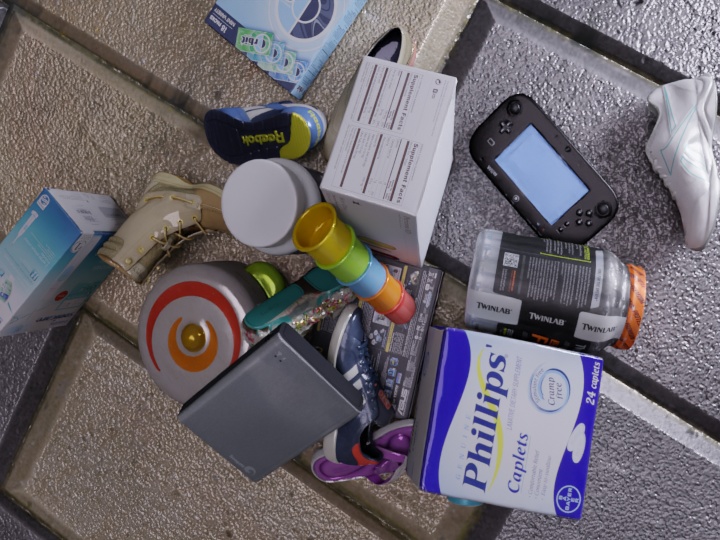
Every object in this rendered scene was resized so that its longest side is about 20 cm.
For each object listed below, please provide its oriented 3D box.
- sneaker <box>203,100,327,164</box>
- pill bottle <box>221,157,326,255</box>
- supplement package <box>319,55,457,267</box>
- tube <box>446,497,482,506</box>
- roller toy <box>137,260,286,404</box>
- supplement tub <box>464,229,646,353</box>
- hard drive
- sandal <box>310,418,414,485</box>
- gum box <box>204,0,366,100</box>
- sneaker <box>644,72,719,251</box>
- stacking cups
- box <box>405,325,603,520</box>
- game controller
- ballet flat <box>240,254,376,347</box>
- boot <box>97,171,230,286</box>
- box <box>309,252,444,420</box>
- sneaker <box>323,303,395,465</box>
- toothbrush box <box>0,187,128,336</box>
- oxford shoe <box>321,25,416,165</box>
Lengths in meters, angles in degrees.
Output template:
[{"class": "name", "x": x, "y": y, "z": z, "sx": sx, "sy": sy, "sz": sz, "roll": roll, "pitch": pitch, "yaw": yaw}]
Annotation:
[{"class": "sneaker", "x": -0.131, "y": -0.192, "z": 0.868, "sx": 0.195, "sy": 0.082, "sz": 0.076, "roll": 10, "pitch": 123, "yaw": 30}, {"class": "pill bottle", "x": -0.090, "y": -0.077, "z": 0.791, "sx": 0.109, "sy": 0.200, "sz": 0.117, "roll": 1, "pitch": 93, "yaw": 13}, {"class": "supplement package", "x": 0.041, "y": -0.116, "z": 0.742, "sx": 0.108, "sy": 0.200, "sz": 0.160, "roll": 15, "pitch": 78, "yaw": 11}, {"class": "tube", "x": 0.142, "y": 0.198, "z": 0.827, "sx": 0.075, "sy": 0.050, "sz": 0.207, "roll": 2, "pitch": 91, "yaw": -21}, {"class": "roller toy", "x": -0.199, "y": 0.085, "z": 0.853, "sx": 0.177, "sy": 0.140, "sz": 0.207, "roll": 7, "pitch": 94, "yaw": 13}, {"class": "supplement tub", "x": 0.229, "y": 0.027, "z": 0.761, "sx": 0.194, "sy": 0.122, "sz": 0.127, "roll": 11, "pitch": 94, "yaw": 13}, {"class": "hard drive", "x": -0.111, "y": 0.166, "z": 0.764, "sx": 0.199, "sy": 0.033, "sz": 0.139, "roll": -38, "pitch": 108, "yaw": 27}, {"class": "sandal", "x": 0.024, "y": 0.256, "z": 0.839, "sx": 0.198, "sy": 0.050, "sz": 0.083, "roll": -23, "pitch": 120, "yaw": 21}, {"class": "gum box", "x": -0.092, "y": -0.370, "z": 0.860, "sx": 0.169, "sy": 0.044, "sz": 0.202, "roll": 39, "pitch": 99, "yaw": 10}, {"class": "sneaker", "x": 0.383, "y": -0.125, "z": 0.754, "sx": 0.078, "sy": 0.070, "sz": 0.208, "roll": -3, "pitch": 86, "yaw": 22}, {"class": "stacking cups", "x": 0.000, "y": 0.000, "z": 0.740, "sx": 0.059, "sy": 0.200, "sz": 0.062, "roll": -18, "pitch": 52, "yaw": 25}, {"class": "box", "x": 0.167, "y": 0.176, "z": 0.756, "sx": 0.193, "sy": 0.105, "sz": 0.190, "roll": 10, "pitch": 86, "yaw": -4}, {"class": "game controller", "x": 0.228, "y": -0.121, "z": 0.797, "sx": 0.104, "sy": 0.042, "sz": 0.201, "roll": -41, "pitch": 82, "yaw": 11}, {"class": "ballet flat", "x": -0.061, "y": 0.042, "z": 0.794, "sx": 0.197, "sy": 0.065, "sz": 0.075, "roll": -29, "pitch": 41, "yaw": -19}, {"class": "boot", "x": -0.248, "y": -0.045, "z": 0.844, "sx": 0.196, "sy": 0.074, "sz": 0.157, "roll": 19, "pitch": 62, "yaw": 28}, {"class": "box", "x": 0.016, "y": 0.078, "z": 0.850, "sx": 0.156, "sy": 0.049, "sz": 0.207, "roll": 13, "pitch": 95, "yaw": 10}, {"class": "sneaker", "x": 0.006, "y": 0.146, "z": 0.793, "sx": 0.082, "sy": 0.075, "sz": 0.207, "roll": 7, "pitch": 102, "yaw": 21}, {"class": "toothbrush box", "x": -0.434, "y": -0.011, "z": 0.901, "sx": 0.200, "sy": 0.146, "sz": 0.086, "roll": -45, "pitch": 83, "yaw": 10}, {"class": "oxford shoe", "x": 0.002, "y": -0.229, "z": 0.828, "sx": 0.070, "sy": 0.074, "sz": 0.204, "roll": 30, "pitch": 98, "yaw": 10}]
